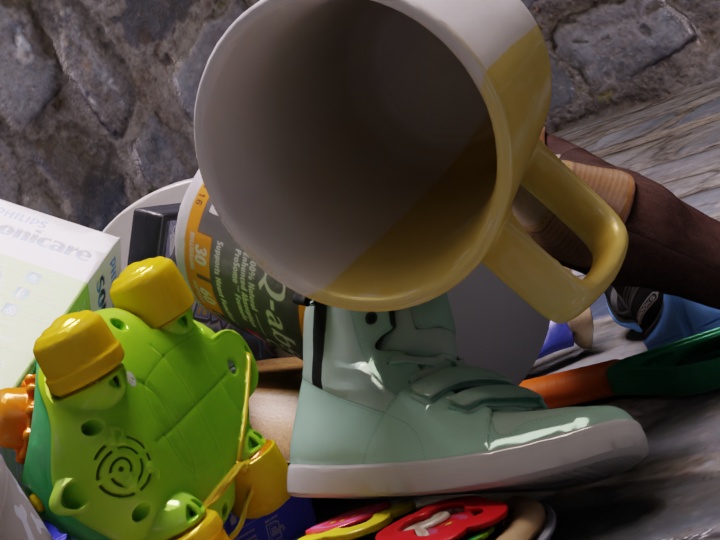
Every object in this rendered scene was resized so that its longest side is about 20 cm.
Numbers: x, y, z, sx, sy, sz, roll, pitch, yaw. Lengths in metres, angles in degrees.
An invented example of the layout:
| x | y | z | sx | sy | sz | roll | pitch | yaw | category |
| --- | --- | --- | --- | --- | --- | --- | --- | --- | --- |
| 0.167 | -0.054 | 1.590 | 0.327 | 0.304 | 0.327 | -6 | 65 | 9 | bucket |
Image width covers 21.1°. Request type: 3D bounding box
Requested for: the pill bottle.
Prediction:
| x | y | z | sx | sy | sz | roll | pitch | yaw | category |
| --- | --- | --- | --- | --- | --- | --- | --- | --- | --- |
| 0.000 | 0.000 | 1.052 | 0.116 | 0.117 | 0.200 | -25 | 34 | -35 | pill bottle |

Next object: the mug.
| x | y | z | sx | sy | sz | roll | pitch | yaw | category |
| --- | --- | --- | --- | --- | --- | --- | --- | --- | --- |
| 0.027 | -0.061 | 0.910 | 0.149 | 0.187 | 0.153 | -16 | 14 | 26 | mug |

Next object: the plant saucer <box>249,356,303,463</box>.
| x | y | z | sx | sy | sz | roll | pitch | yaw | category |
| --- | --- | --- | --- | --- | --- | --- | --- | --- | --- |
| -0.016 | 0.075 | 1.117 | 0.200 | 0.036 | 0.200 | -1 | 6 | 0 | plant saucer |

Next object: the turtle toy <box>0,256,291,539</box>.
| x | y | z | sx | sy | sz | roll | pitch | yaw | category |
| --- | --- | --- | --- | --- | --- | --- | --- | --- | --- |
| -0.110 | 0.076 | 0.969 | 0.101 | 0.146 | 0.200 | -24 | 10 | 27 | turtle toy |

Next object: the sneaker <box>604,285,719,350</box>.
| x | y | z | sx | sy | sz | roll | pitch | yaw | category |
| --- | --- | --- | --- | --- | --- | --- | --- | --- | --- |
| 0.184 | -0.002 | 1.191 | 0.071 | 0.083 | 0.200 | -20 | 6 | 4 | sneaker |

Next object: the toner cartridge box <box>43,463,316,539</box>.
| x | y | z | sx | sy | sz | roll | pitch | yaw | category |
| --- | --- | --- | --- | --- | --- | --- | --- | --- | --- |
| -0.126 | 0.151 | 1.013 | 0.095 | 0.043 | 0.200 | 3 | 22 | 46 | toner cartridge box |

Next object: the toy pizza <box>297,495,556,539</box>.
| x | y | z | sx | sy | sz | roll | pitch | yaw | category |
| --- | --- | --- | --- | --- | --- | --- | --- | --- | --- |
| -0.010 | 0.136 | 0.857 | 0.200 | 0.032 | 0.200 | -22 | 5 | 2 | toy pizza |

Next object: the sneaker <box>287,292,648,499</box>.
| x | y | z | sx | sy | sz | roll | pitch | yaw | category |
| --- | --- | --- | --- | --- | --- | --- | --- | --- | --- |
| 0.041 | 0.045 | 0.892 | 0.200 | 0.119 | 0.074 | -7 | -10 | 42 | sneaker |

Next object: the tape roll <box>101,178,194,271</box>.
| x | y | z | sx | sy | sz | roll | pitch | yaw | category |
| --- | --- | --- | --- | --- | --- | --- | --- | --- | --- |
| -0.098 | 0.036 | 1.320 | 0.202 | 0.203 | 0.037 | -22 | 5 | 3 | tape roll |

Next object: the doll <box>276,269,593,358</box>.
| x | y | z | sx | sy | sz | roll | pitch | yaw | category |
| --- | --- | --- | --- | --- | --- | --- | --- | --- | --- |
| 0.043 | 0.036 | 1.254 | 0.199 | 0.137 | 0.049 | -13 | -37 | -7 | doll |

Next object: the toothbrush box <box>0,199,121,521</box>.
| x | y | z | sx | sy | sz | roll | pitch | yaw | category |
| --- | --- | --- | --- | --- | --- | --- | --- | --- | --- |
| -0.211 | 0.083 | 1.078 | 0.086 | 0.146 | 0.200 | 18 | 47 | 13 | toothbrush box |

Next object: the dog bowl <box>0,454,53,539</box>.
| x | y | z | sx | sy | sz | roll | pitch | yaw | category |
| --- | --- | --- | --- | --- | --- | --- | --- | --- | --- |
| -0.221 | 0.168 | 0.881 | 0.200 | 0.059 | 0.200 | -33 | 26 | 18 | dog bowl |

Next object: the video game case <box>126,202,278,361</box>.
| x | y | z | sx | sy | sz | roll | pitch | yaw | category |
| --- | --- | --- | --- | --- | --- | --- | --- | --- | --- |
| -0.089 | 0.045 | 1.202 | 0.025 | 0.181 | 0.200 | 13 | 11 | 25 | video game case |

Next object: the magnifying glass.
| x | y | z | sx | sy | sz | roll | pitch | yaw | category |
| --- | --- | --- | --- | --- | --- | --- | --- | --- | --- |
| 0.159 | 0.056 | 1.067 | 0.200 | 0.022 | 0.080 | -15 | 9 | 43 | magnifying glass |

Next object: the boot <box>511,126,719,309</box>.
| x | y | z | sx | sy | sz | roll | pitch | yaw | category |
| --- | --- | --- | --- | --- | --- | --- | --- | --- | --- |
| 0.152 | -0.015 | 1.055 | 0.200 | 0.166 | 0.073 | -81 | 16 | -85 | boot |
